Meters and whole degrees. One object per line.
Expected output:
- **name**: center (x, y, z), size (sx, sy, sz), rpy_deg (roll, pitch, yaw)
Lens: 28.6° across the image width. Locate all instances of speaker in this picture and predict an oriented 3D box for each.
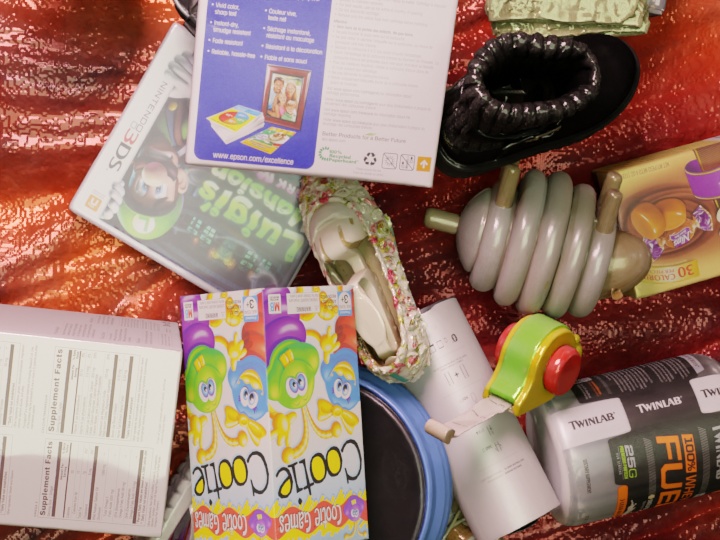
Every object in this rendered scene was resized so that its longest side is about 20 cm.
- **speaker**: center (0.092, 0.130, 1.209), size (0.080, 0.081, 0.202), rpy_deg (-26, 81, -5)

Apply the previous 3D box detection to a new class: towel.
- **towel**: center (0.173, -0.294, 1.187), size (0.146, 0.036, 0.203), rpy_deg (-2, 98, -7)

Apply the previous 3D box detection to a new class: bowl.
- **bowl**: center (-0.021, 0.182, 1.195), size (0.198, 0.039, 0.204), rpy_deg (0, 90, 23)

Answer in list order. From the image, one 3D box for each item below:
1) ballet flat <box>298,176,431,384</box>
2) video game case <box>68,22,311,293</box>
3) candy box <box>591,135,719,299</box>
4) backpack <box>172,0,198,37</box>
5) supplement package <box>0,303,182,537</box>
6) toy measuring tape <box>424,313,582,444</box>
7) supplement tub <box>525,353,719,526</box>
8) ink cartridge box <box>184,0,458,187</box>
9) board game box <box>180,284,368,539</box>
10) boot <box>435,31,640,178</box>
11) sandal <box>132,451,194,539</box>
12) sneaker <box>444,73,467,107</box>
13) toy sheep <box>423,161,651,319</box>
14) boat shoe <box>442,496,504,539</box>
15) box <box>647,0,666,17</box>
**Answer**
- **ballet flat**: center (0.000, 0.000, 1.166), size (0.075, 0.064, 0.202), rpy_deg (-31, 80, 20)
- **video game case**: center (-0.120, -0.081, 1.214), size (0.198, 0.023, 0.183), rpy_deg (31, 90, -10)
- **candy box**: center (0.317, -0.057, 1.268), size (0.197, 0.056, 0.118), rpy_deg (-15, 97, -6)
- **backpack**: center (-0.032, -0.235, 1.145), size (0.178, 0.151, 0.200), rpy_deg (45, 98, -2)
- **supplement package**: center (-0.251, 0.116, 1.145), size (0.197, 0.152, 0.153), rpy_deg (6, 95, -9)
- **toy measuring tape**: center (0.124, 0.080, 1.155), size (0.199, 0.073, 0.075), rpy_deg (-18, 100, -47)
- **supplement tub**: center (0.254, 0.144, 1.242), size (0.197, 0.123, 0.124), rpy_deg (-12, 97, -7)
- **ink cartridge box**: center (-0.028, -0.172, 1.064), size (0.194, 0.047, 0.203), rpy_deg (5, 103, -11)
- **board game box**: center (-0.069, 0.117, 1.123), size (0.102, 0.104, 0.203), rpy_deg (-2, 87, -46)
- **boot**: center (0.155, -0.147, 1.102), size (0.209, 0.158, 0.080), rpy_deg (-30, 82, -19)
- **sandal**: center (-0.148, 0.210, 1.202), size (0.049, 0.082, 0.204), rpy_deg (32, 92, -10)
- **sneaker**: center (0.059, -0.118, 1.205), size (0.197, 0.076, 0.076), rpy_deg (-13, 77, -9)
- **toy sheep**: center (0.152, -0.027, 1.210), size (0.197, 0.138, 0.140), rpy_deg (16, 93, 6)
- **boat shoe**: center (0.085, 0.228, 1.250), size (0.075, 0.068, 0.200), rpy_deg (-43, 100, -3)
- **box**: center (0.203, -0.336, 1.229), size (0.159, 0.049, 0.203), rpy_deg (11, 95, -12)
